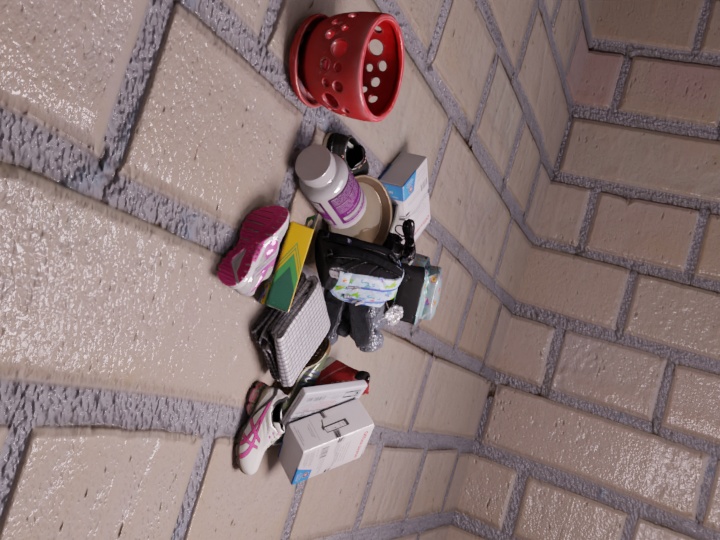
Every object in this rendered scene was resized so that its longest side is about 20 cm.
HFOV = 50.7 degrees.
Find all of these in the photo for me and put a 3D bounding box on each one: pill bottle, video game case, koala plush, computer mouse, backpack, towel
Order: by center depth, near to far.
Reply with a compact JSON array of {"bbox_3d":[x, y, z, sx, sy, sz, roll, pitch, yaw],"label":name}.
[{"bbox_3d":[-0.065,-0.181,1.621,0.114,0.110,0.200,-67,154,-15],"label":"pill bottle"},{"bbox_3d":[-0.149,0.128,1.656,0.201,0.084,0.168,-57,151,-37],"label":"towel"},{"bbox_3d":[0.000,0.000,1.711,0.165,0.195,0.157,-110,-157,-52],"label":"backpack"},{"bbox_3d":[-0.097,0.332,1.784,0.197,0.023,0.184,0,132,-45],"label":"video game case"},{"bbox_3d":[0.056,-0.036,1.868,0.053,0.196,0.140,50,26,-37],"label":"computer mouse"},{"bbox_3d":[0.011,0.104,1.881,0.199,0.173,0.189,11,84,-61],"label":"koala plush"},{"bbox_3d":[0.154,0.042,2.139,0.201,0.149,0.180,-85,-178,-71],"label":"backpack"}]

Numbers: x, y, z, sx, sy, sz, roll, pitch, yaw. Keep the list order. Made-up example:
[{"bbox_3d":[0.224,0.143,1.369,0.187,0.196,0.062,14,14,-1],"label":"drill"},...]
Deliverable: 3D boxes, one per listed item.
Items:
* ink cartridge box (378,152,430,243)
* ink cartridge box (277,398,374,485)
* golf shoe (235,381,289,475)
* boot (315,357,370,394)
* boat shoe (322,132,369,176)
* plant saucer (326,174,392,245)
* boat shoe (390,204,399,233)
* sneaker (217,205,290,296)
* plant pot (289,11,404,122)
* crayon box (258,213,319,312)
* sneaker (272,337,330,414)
[{"bbox_3d":[0.121,-0.188,2.037,0.147,0.084,0.203,-51,147,-40],"label":"ink cartridge box"},{"bbox_3d":[-0.081,0.401,1.783,0.196,0.085,0.148,-14,142,-32],"label":"ink cartridge box"},{"bbox_3d":[-0.211,0.350,1.635,0.072,0.090,0.205,0,105,-65],"label":"golf shoe"},{"bbox_3d":[-0.060,0.290,1.856,0.199,0.141,0.074,-36,136,-52],"label":"boot"},{"bbox_3d":[-0.020,-0.254,1.739,0.201,0.062,0.075,34,71,-65],"label":"boat shoe"},{"bbox_3d":[-0.005,-0.125,1.801,0.197,0.029,0.206,-12,108,-38],"label":"plant saucer"},{"bbox_3d":[0.054,-0.075,1.950,0.075,0.060,0.205,-5,110,-74],"label":"boat shoe"},{"bbox_3d":[-0.199,-0.037,1.472,0.202,0.080,0.089,-57,154,-22],"label":"sneaker"},{"bbox_3d":[-0.029,-0.407,1.489,0.200,0.179,0.205,-41,140,-48],"label":"plant pot"},{"bbox_3d":[-0.147,-0.023,1.533,0.125,0.050,0.205,179,-70,-75],"label":"crayon box"},{"bbox_3d":[-0.135,0.251,1.773,0.201,0.066,0.091,-50,147,-34],"label":"sneaker"}]
